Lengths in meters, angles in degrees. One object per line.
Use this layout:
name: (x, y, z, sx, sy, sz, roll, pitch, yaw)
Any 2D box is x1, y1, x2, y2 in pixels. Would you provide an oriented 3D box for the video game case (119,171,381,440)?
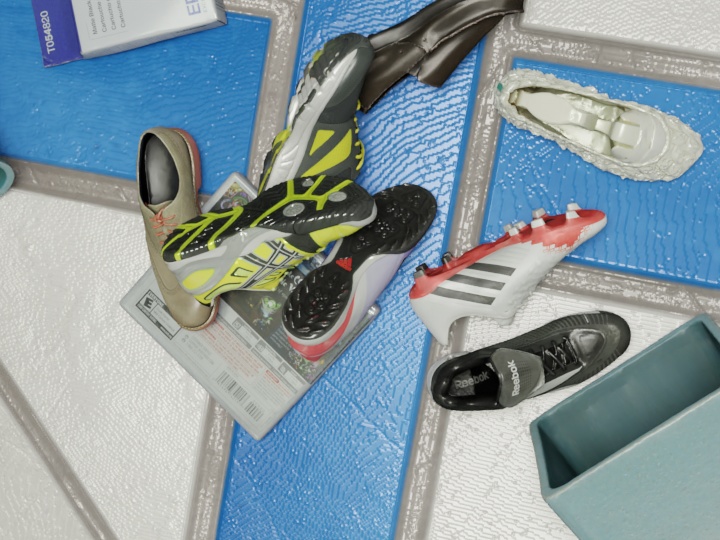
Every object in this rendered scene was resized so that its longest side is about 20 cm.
video game case: (-0.111, 0.036, 1.118, 0.200, 0.023, 0.182, 44, 100, 6)

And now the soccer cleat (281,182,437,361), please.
soccer cleat: (0.000, 0.000, 1.062, 0.068, 0.073, 0.200, 32, 68, 19)

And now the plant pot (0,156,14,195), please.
plant pot: (-0.462, -0.155, 1.090, 0.200, 0.200, 0.196, -21, 82, 11)

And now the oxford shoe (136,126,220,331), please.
oxford shoe: (-0.183, -0.039, 1.077, 0.070, 0.075, 0.200, -13, 89, 12)

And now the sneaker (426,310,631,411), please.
sneaker: (0.153, 0.090, 1.039, 0.200, 0.090, 0.067, -18, 91, 11)

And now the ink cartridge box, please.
ink cartridge box: (-0.247, -0.317, 1.108, 0.200, 0.041, 0.200, -12, 92, 11)

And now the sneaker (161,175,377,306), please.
sneaker: (-0.077, -0.027, 1.032, 0.200, 0.075, 0.077, -15, 124, 12)

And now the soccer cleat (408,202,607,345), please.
soccer cleat: (0.141, 0.003, 1.052, 0.200, 0.069, 0.085, -24, 98, 14)

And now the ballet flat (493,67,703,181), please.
ballet flat: (0.213, -0.130, 1.028, 0.200, 0.072, 0.072, 19, 97, 8)

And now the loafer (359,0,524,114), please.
loafer: (0.068, -0.206, 1.050, 0.200, 0.073, 0.071, -23, 93, 20)

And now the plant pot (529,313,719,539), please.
plant pot: (0.287, 0.189, 0.977, 0.196, 0.196, 0.200, -35, 96, 10)

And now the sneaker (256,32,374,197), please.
sneaker: (-0.028, -0.129, 1.052, 0.084, 0.075, 0.200, 19, 125, -18)
